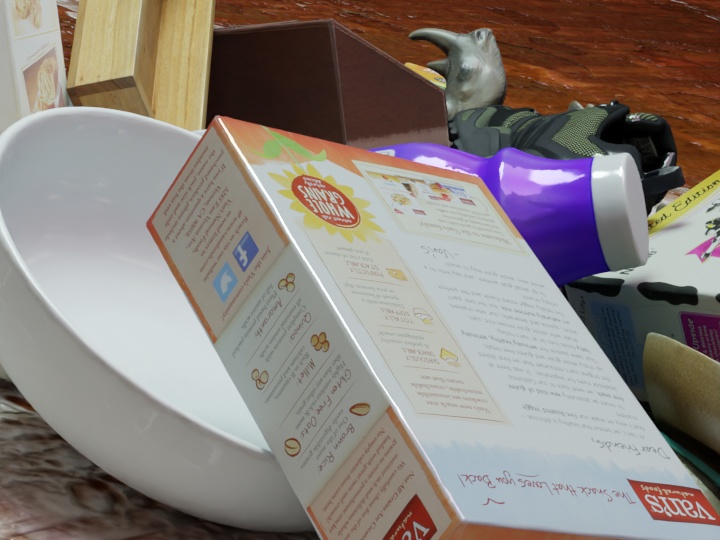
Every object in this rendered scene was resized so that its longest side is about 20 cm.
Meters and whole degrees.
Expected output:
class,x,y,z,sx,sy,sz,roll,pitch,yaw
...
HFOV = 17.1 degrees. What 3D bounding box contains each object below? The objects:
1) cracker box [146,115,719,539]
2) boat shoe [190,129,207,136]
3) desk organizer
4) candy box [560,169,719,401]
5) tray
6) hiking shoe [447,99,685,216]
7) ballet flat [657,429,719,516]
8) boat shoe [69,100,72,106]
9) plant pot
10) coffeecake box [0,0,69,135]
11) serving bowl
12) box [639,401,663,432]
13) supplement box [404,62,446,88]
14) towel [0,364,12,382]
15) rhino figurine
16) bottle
class,x,y,z,sx,sy,sz,roll,pitch,yaw
cracker box,0.025,0.039,0.833,0.134,0.058,0.200,12,34,-41
boat shoe,0.000,0.000,1.079,0.199,0.072,0.068,29,9,12
desk organizer,-0.038,-0.092,1.262,0.071,0.077,0.200,-11,8,-34
candy box,0.202,0.007,1.000,0.136,0.061,0.200,-32,24,-36
tray,-0.104,-0.121,1.164,0.037,0.099,0.201,-10,44,10
hiking shoe,0.097,-0.041,1.124,0.100,0.076,0.200,-11,14,0
ballet flat,0.081,0.073,0.928,0.068,0.062,0.200,55,-6,-25
boat shoe,-0.077,-0.040,1.190,0.202,0.065,0.074,25,17,36
plant pot,0.181,0.092,0.892,0.200,0.028,0.200,36,-2,1
coffeecake box,-0.219,-0.137,1.050,0.153,0.201,0.073,-4,9,12
serving bowl,-0.063,0.028,0.888,0.200,0.066,0.200,29,26,-15
box,0.110,0.037,1.143,0.199,0.040,0.137,21,14,22
supplement box,0.034,-0.077,1.449,0.066,0.069,0.200,18,12,3
towel,-0.149,0.000,1.025,0.132,0.035,0.200,19,15,18
rhino figurine,0.092,-0.051,1.251,0.200,0.087,0.060,49,-3,6
bottle,0.018,-0.011,0.999,0.199,0.084,0.065,-9,-18,16
